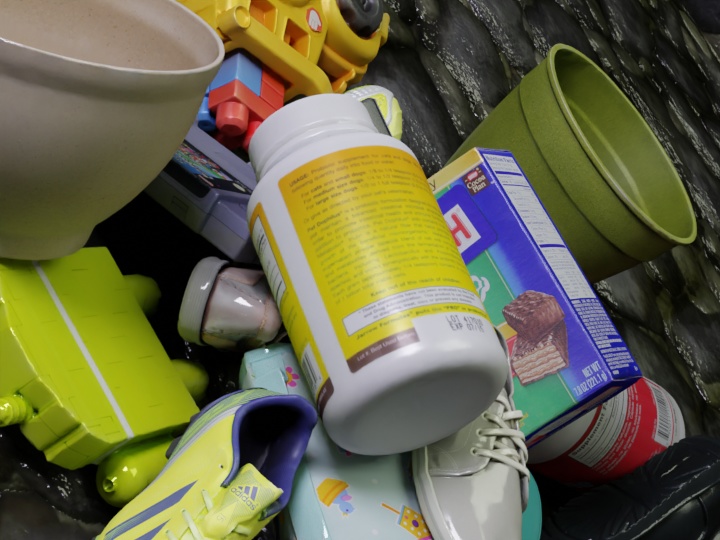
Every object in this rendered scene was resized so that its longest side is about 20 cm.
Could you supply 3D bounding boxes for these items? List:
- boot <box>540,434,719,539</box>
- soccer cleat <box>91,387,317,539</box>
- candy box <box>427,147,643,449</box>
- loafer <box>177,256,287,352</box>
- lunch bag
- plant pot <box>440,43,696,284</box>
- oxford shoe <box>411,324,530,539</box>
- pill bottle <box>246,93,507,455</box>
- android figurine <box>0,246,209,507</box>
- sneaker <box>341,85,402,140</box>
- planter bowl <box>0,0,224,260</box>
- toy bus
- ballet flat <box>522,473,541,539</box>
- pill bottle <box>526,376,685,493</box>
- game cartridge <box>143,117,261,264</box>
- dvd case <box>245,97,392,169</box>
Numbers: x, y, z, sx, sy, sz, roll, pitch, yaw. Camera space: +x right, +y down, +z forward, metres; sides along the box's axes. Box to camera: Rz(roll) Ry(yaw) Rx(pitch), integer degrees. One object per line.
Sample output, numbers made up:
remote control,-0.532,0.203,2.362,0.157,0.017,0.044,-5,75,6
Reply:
boot,0.237,0.240,1.426,0.073,0.198,0.163,21,-48,56
soccer cleat,-0.085,0.135,0.944,0.065,0.084,0.200,53,42,-24
candy box,0.080,0.036,1.313,0.200,0.169,0.077,60,21,15
loafer,-0.061,0.025,1.141,0.063,0.072,0.200,16,5,10
lunch bag,0.003,0.146,1.092,0.200,0.122,0.170,34,31,-49
plant pot,0.150,-0.056,1.534,0.200,0.193,0.200,42,26,-26
oxford shoe,0.070,0.105,1.055,0.075,0.058,0.200,34,34,-36
pill bottle,0.002,-0.002,1.033,0.109,0.109,0.200,21,39,-51
android figurine,-0.159,0.048,1.013,0.182,0.041,0.200,59,21,8
sneaker,-0.016,-0.049,1.270,0.076,0.200,0.105,-17,78,-22
planter bowl,-0.188,-0.089,0.979,0.200,0.135,0.200,17,21,-7
toy bus,-0.073,-0.158,1.354,0.200,0.136,0.192,34,44,-44
ballet flat,0.081,0.202,1.220,0.068,0.068,0.200,49,24,-17
pill bottle,0.166,0.112,1.443,0.200,0.112,0.112,29,34,-43
game cartridge,-0.108,-0.065,1.170,0.200,0.038,0.130,37,10,28
dvd case,0.000,0.000,1.204,0.025,0.150,0.200,-27,92,-41
